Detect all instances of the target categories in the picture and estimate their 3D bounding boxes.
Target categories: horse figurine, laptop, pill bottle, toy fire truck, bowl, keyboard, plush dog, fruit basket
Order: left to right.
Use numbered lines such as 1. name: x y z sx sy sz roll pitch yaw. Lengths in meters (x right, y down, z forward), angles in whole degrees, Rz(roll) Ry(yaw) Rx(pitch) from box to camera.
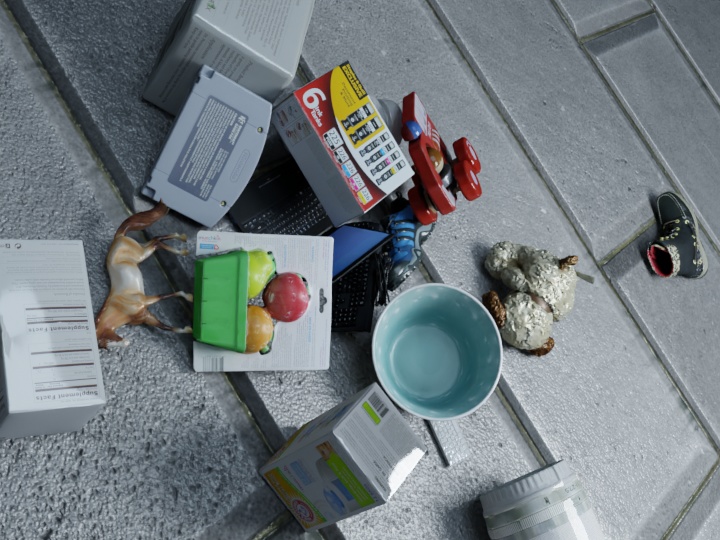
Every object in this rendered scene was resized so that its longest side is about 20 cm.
1. horse figurine: -0.290 0.008 1.165 0.129 0.050 0.205 -1 74 -18
2. fruit basket: -0.133 0.043 1.214 0.196 0.093 0.190 1 91 -28
3. laptop: -0.079 -0.079 1.340 0.177 0.103 0.202 -36 92 -43
4. pill bottle: -0.028 -0.242 1.465 0.197 0.109 0.112 -4 67 -37
5. keyboard: 0.000 0.000 1.362 0.102 0.040 0.204 -2 56 14
6. toy fire truck: 0.113 -0.186 1.441 0.169 0.111 0.202 53 23 -25
7. bowl: 0.107 0.130 1.335 0.196 0.105 0.206 2 75 -7
8. keyboard: 0.116 0.207 1.390 0.056 0.011 0.203 -14 75 -40
9. plush dog: 0.304 0.057 1.538 0.198 0.160 0.174 34 73 -16

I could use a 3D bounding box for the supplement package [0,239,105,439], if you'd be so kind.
1. supplement package: -0.377 0.080 1.025 0.108 0.113 0.204 -1 67 -35

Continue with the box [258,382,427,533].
1. box: -0.026 0.245 1.134 0.113 0.199 0.101 51 48 -2

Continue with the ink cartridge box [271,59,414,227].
1. ink cartridge box: -0.015 -0.202 1.341 0.175 0.083 0.202 -39 102 -38

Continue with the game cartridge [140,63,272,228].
1. game cartridge: -0.213 -0.172 1.262 0.131 0.041 0.203 26 96 -26

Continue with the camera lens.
1. camera lens: 0.279 0.403 1.301 0.158 0.160 0.204 -11 72 -39

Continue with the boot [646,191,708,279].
1. boot: 0.672 -0.077 1.912 0.152 0.073 0.208 -4 71 -43

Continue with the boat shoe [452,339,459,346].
1. boat shoe: 0.154 0.125 1.425 0.069 0.066 0.204 -1 66 -36

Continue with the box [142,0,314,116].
1. box: -0.196 -0.341 1.333 0.169 0.198 0.203 28 51 -21

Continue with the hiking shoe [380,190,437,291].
1. hiking shoe: 0.059 -0.045 1.453 0.086 0.075 0.201 36 39 -9
